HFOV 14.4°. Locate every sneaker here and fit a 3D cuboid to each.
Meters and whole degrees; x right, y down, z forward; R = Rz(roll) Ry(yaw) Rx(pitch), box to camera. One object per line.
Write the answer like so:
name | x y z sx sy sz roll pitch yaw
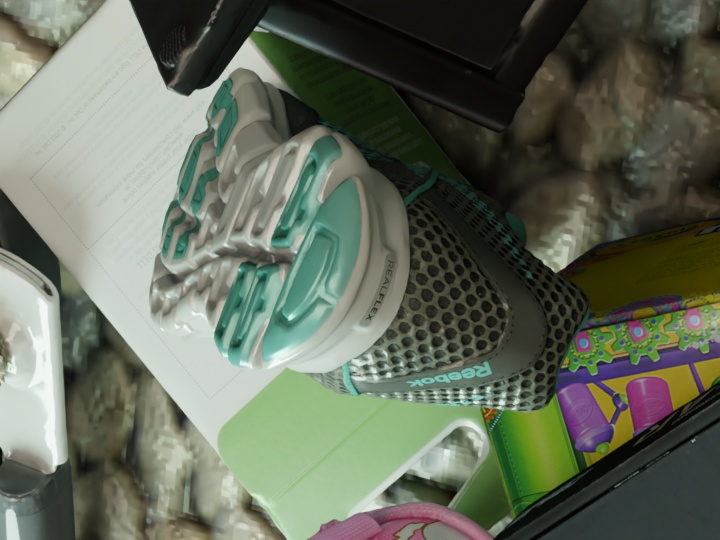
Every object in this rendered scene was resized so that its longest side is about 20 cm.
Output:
sneaker | 0.000 0.000 0.759 0.091 0.200 0.078 20 98 -17

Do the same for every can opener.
can opener | -0.114 0.066 0.945 0.052 0.066 0.201 18 127 22

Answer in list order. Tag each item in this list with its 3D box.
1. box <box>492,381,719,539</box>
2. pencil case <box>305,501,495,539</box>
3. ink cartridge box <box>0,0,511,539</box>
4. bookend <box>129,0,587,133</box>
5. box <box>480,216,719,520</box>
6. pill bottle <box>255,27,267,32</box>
box | 0.148 0.110 0.714 0.160 0.044 0.200 -35 89 29
pencil case | 0.013 0.140 0.843 0.086 0.083 0.200 18 154 9
ink cartridge box | -0.018 -0.001 0.888 0.104 0.059 0.200 -42 85 29
bookend | 0.070 -0.114 0.726 0.198 0.092 0.200 22 114 -30
box | 0.162 0.077 0.791 0.199 0.122 0.193 -12 99 27
pill bottle | -0.064 -0.174 0.829 0.200 0.114 0.114 42 117 8
